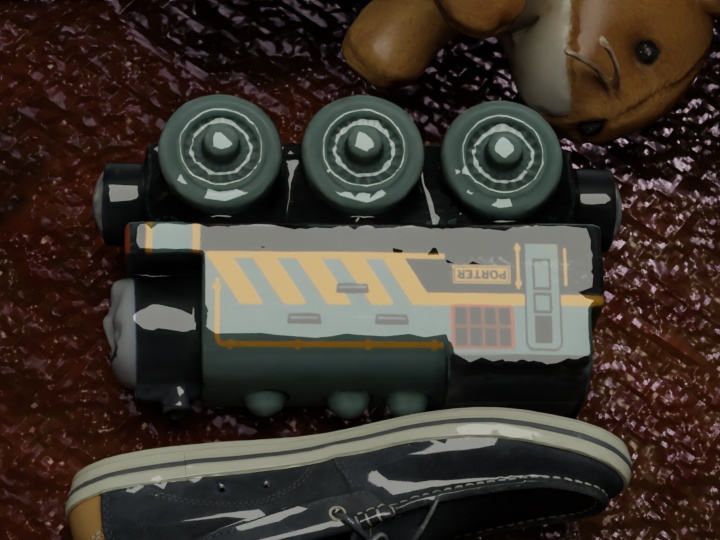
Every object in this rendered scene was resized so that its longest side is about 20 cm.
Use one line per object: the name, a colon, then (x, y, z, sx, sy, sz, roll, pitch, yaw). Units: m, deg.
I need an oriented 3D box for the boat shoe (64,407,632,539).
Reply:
boat shoe: (-0.002, 0.090, 0.826, 0.198, 0.075, 0.063, -7, 65, -4)

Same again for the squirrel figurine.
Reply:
squirrel figurine: (0.062, -0.146, 0.922, 0.186, 0.142, 0.201, 32, 46, -12)

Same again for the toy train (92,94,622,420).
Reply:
toy train: (0.000, 0.000, 0.876, 0.198, 0.085, 0.115, 1, 69, -5)
